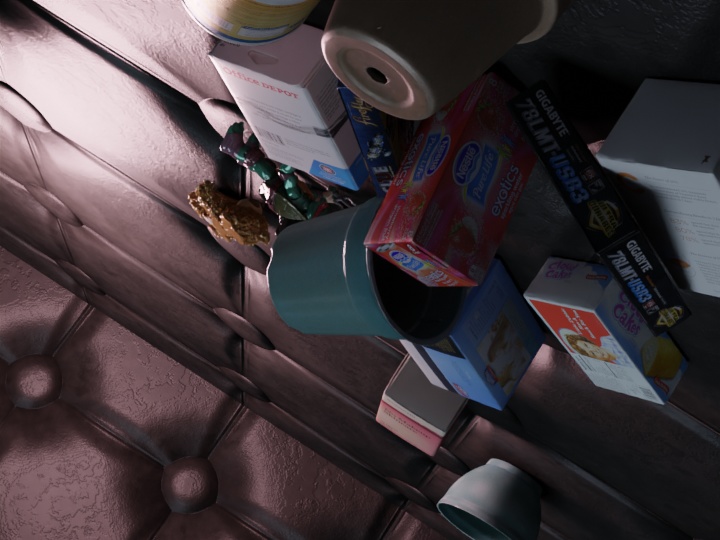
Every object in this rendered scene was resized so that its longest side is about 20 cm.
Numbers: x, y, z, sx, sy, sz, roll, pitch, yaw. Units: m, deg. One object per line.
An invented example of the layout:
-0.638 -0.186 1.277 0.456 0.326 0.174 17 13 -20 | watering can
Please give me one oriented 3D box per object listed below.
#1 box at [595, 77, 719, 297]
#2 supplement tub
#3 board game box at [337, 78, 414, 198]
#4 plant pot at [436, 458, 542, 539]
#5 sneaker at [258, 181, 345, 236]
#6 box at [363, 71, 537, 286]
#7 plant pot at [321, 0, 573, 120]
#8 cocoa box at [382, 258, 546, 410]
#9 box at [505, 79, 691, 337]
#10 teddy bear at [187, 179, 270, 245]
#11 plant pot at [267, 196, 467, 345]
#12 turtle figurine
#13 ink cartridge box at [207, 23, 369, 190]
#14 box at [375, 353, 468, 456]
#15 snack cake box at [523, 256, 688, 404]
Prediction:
0.322 -0.068 1.187 0.124 0.098 0.200 15 154 47 | box
-0.088 -0.300 1.216 0.145 0.145 0.200 37 165 -9 | supplement tub
0.020 -0.184 1.357 0.035 0.136 0.200 -1 151 13 | board game box
0.265 0.445 2.519 0.200 0.134 0.200 30 161 12 | plant pot
-0.097 -0.069 1.893 0.200 0.104 0.060 18 156 41 | sneaker
0.100 -0.091 1.336 0.095 0.200 0.100 32 165 -25 | box
0.059 -0.226 1.121 0.200 0.175 0.200 30 162 11 | plant pot
0.142 0.074 1.794 0.131 0.133 0.200 18 156 39 | cocoa box
0.228 -0.056 1.258 0.198 0.050 0.200 42 -162 -53 | box
-0.208 -0.091 2.117 0.145 0.067 0.200 47 166 -9 | teddy bear
0.000 0.000 1.673 0.196 0.200 0.200 -6 139 40 | plant pot
-0.091 -0.122 1.776 0.200 0.101 0.150 34 163 19 | turtle figurine
-0.068 -0.200 1.545 0.145 0.084 0.200 23 159 31 | ink cartridge box
0.111 0.226 2.273 0.128 0.109 0.200 32 162 8 | box
0.304 0.074 1.624 0.115 0.067 0.200 15 153 50 | snack cake box
